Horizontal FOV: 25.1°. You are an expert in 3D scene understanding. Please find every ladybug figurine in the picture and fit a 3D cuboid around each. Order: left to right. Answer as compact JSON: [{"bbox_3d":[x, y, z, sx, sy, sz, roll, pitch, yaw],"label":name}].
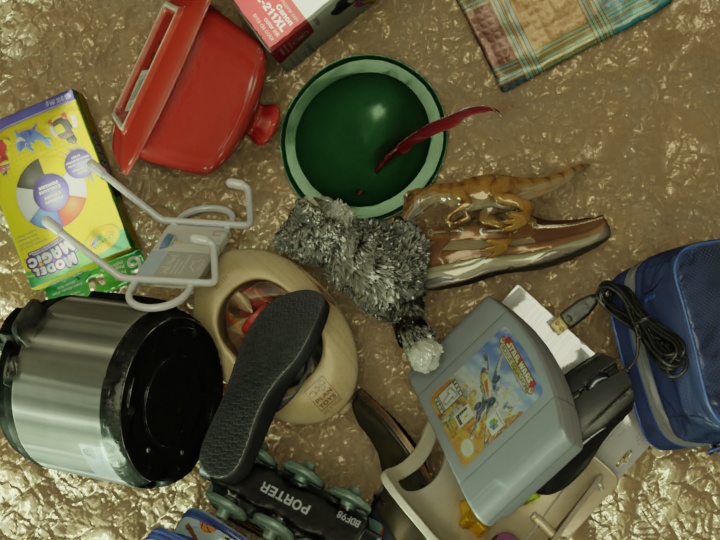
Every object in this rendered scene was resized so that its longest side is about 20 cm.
[{"bbox_3d":[-0.080,0.067,1.605,0.135,0.072,0.200,-40,84,4],"label":"ladybug figurine"}]

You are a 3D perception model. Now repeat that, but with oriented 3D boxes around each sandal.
[{"bbox_3d":[-0.090,0.109,1.543,0.076,0.043,0.202,25,84,41],"label":"sandal"}]

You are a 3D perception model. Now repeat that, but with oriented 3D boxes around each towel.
[{"bbox_3d":[0.198,-0.288,1.617,0.198,0.022,0.148,-28,85,4],"label":"towel"}]

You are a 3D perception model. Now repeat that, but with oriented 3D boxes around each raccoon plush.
[{"bbox_3d":[0.000,0.000,1.539,0.133,0.200,0.097,14,115,-31],"label":"raccoon plush"}]

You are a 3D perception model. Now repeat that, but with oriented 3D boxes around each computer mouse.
[{"bbox_3d":[0.195,0.099,1.488,0.200,0.046,0.141,-47,45,15],"label":"computer mouse"}]

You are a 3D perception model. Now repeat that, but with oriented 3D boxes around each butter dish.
[{"bbox_3d":[-0.147,-0.170,1.579,0.147,0.200,0.201,26,95,-17],"label":"butter dish"}]

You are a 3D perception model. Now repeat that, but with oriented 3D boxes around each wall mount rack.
[{"bbox_3d":[-0.201,-0.043,1.560,0.172,0.201,0.075,4,121,13],"label":"wall mount rack"}]

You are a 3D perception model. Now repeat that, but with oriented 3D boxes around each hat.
[{"bbox_3d":[0.007,-0.142,1.550,0.199,0.176,0.166,-38,87,3],"label":"hat"}]

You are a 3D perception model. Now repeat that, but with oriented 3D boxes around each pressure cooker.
[{"bbox_3d":[-0.255,0.111,1.556,0.198,0.178,0.178,5,96,32],"label":"pressure cooker"}]

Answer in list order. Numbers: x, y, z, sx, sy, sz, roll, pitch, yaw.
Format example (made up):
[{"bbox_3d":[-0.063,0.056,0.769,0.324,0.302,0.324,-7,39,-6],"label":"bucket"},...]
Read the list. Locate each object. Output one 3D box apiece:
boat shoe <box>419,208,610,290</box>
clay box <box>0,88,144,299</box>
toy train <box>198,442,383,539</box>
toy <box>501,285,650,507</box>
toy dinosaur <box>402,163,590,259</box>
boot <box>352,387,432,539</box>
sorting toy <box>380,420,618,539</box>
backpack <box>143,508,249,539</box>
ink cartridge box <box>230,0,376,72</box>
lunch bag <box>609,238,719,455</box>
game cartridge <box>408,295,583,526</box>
[{"bbox_3d":[0.146,-0.033,1.587,0.198,0.076,0.073,-12,83,2],"label":"boat shoe"},{"bbox_3d":[-0.303,-0.069,1.644,0.114,0.048,0.202,-22,85,4],"label":"clay box"},{"bbox_3d":[-0.064,0.234,1.561,0.198,0.114,0.086,24,71,18],"label":"toy train"},{"bbox_3d":[0.191,0.122,1.589,0.200,0.047,0.115,42,94,-1],"label":"toy"},{"bbox_3d":[0.139,-0.072,1.545,0.197,0.061,0.107,-7,48,-5],"label":"toy dinosaur"},{"bbox_3d":[0.030,0.219,1.588,0.097,0.075,0.201,-36,87,0],"label":"boot"},{"bbox_3d":[0.113,0.220,1.521,0.180,0.107,0.200,41,48,7],"label":"sorting toy"},{"bbox_3d":[-0.149,0.322,1.544,0.198,0.191,0.155,26,74,6],"label":"backpack"},{"bbox_3d":[-0.026,-0.295,1.575,0.199,0.146,0.083,-38,86,3],"label":"ink cartridge box"},{"bbox_3d":[0.325,0.078,1.524,0.134,0.132,0.202,-7,80,-28],"label":"lunch bag"},{"bbox_3d":[0.125,0.120,1.489,0.133,0.041,0.201,-48,40,19],"label":"game cartridge"}]
